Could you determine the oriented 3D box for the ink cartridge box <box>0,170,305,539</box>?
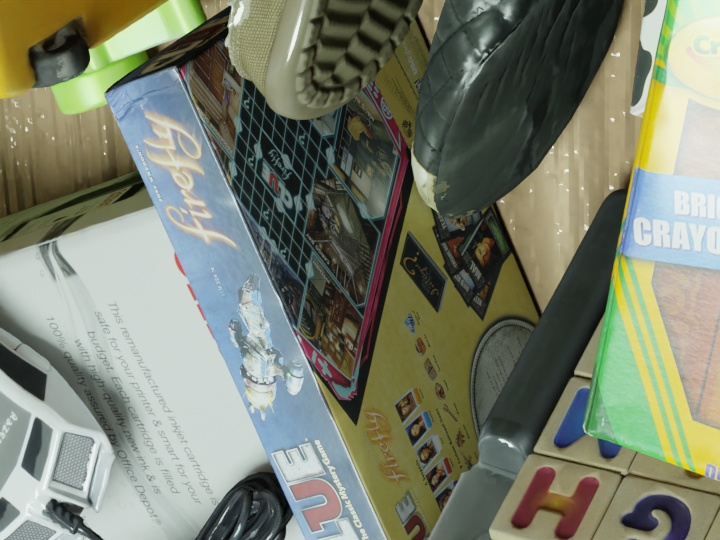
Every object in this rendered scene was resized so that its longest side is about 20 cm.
[{"bbox_3d":[-0.077,0.040,1.062,0.199,0.083,0.147,-16,106,38],"label":"ink cartridge box"}]

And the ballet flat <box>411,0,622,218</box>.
[{"bbox_3d":[0.054,-0.108,0.923,0.057,0.066,0.201,40,128,37],"label":"ballet flat"}]

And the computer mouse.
[{"bbox_3d":[-0.123,0.066,1.017,0.200,0.044,0.110,39,108,14],"label":"computer mouse"}]

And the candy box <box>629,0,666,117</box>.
[{"bbox_3d":[0.163,-0.126,0.835,0.136,0.061,0.201,18,124,23],"label":"candy box"}]

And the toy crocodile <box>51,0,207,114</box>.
[{"bbox_3d":[-0.141,-0.087,1.047,0.199,0.062,0.068,-7,111,35],"label":"toy crocodile"}]

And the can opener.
[{"bbox_3d":[0.069,0.066,0.925,0.053,0.200,0.067,14,146,25],"label":"can opener"}]

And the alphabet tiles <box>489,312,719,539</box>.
[{"bbox_3d":[0.140,0.049,0.861,0.166,0.200,0.006,12,142,27],"label":"alphabet tiles"}]

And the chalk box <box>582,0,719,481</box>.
[{"bbox_3d":[0.152,-0.044,0.767,0.124,0.124,0.201,19,124,19],"label":"chalk box"}]

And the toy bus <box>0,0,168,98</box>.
[{"bbox_3d":[-0.092,-0.118,0.910,0.078,0.200,0.065,2,116,31],"label":"toy bus"}]

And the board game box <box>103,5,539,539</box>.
[{"bbox_3d":[0.000,0.000,0.958,0.034,0.135,0.201,-13,107,36],"label":"board game box"}]

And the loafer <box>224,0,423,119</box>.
[{"bbox_3d":[-0.011,-0.149,0.896,0.067,0.076,0.201,13,90,29],"label":"loafer"}]
